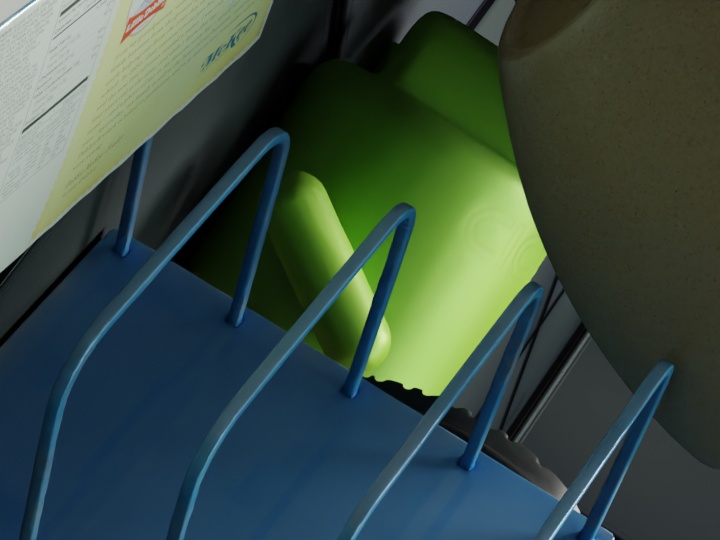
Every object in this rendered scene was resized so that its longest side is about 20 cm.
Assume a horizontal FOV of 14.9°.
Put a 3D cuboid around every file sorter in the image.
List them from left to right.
[{"bbox_3d":[-0.025,0.049,0.833,0.139,0.200,0.123,-50,167,-38],"label":"file sorter"}]

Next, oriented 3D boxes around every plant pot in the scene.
[{"bbox_3d":[0.121,-0.057,0.856,0.200,0.134,0.200,-47,-165,17],"label":"plant pot"}]

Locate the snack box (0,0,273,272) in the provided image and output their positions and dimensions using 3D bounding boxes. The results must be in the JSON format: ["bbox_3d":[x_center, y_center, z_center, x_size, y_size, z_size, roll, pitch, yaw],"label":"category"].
[{"bbox_3d":[-0.068,-0.069,0.704,0.200,0.037,0.116,-47,167,-49],"label":"snack box"}]

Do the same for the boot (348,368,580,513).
[{"bbox_3d":[-0.045,0.101,0.916,0.168,0.200,0.077,-54,165,-41],"label":"boot"}]

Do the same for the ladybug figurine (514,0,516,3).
[{"bbox_3d":[0.114,-0.173,1.130,0.135,0.072,0.201,15,100,-42],"label":"ladybug figurine"}]

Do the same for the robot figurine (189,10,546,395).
[{"bbox_3d":[0.000,0.000,1.065,0.200,0.115,0.175,-57,-177,2],"label":"robot figurine"}]

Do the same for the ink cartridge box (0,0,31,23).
[{"bbox_3d":[-0.069,-0.107,0.411,0.200,0.085,0.146,-49,168,-51],"label":"ink cartridge box"}]

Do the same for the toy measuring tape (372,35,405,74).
[{"bbox_3d":[0.029,-0.076,1.211,0.074,0.073,0.200,-58,-166,4],"label":"toy measuring tape"}]
